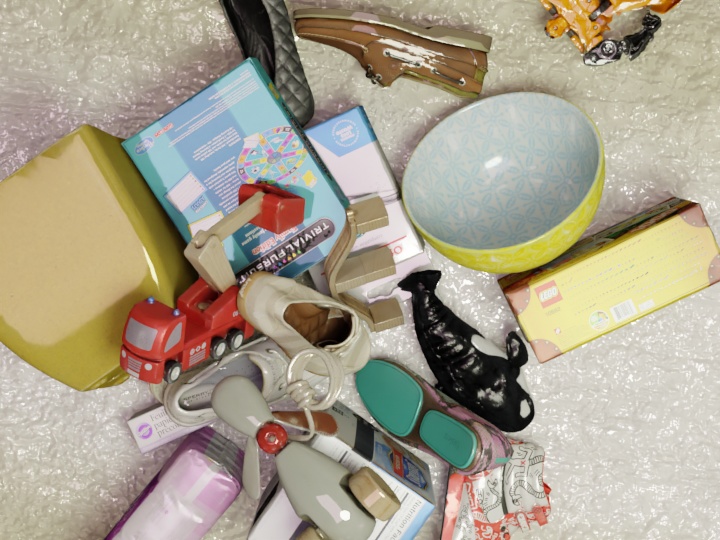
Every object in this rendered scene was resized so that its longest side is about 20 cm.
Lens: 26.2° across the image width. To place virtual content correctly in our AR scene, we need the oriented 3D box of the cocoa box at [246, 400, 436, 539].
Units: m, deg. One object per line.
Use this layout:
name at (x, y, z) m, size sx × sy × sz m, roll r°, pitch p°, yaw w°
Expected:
cocoa box at (-0.016, 0.224, 1.504) m, size 0.131 × 0.200 × 0.133 m, roll 34°, pitch 93°, yaw -2°

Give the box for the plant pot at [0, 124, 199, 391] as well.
plant pot at (-0.260, 0.004, 1.483) m, size 0.194 × 0.196 × 0.200 m, roll -35°, pitch 86°, yaw 5°

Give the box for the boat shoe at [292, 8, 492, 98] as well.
boat shoe at (0.028, -0.214, 1.525) m, size 0.200 × 0.072 × 0.068 m, roll 10°, pitch 96°, yaw 2°

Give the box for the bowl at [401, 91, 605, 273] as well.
bowl at (0.149, -0.065, 1.505) m, size 0.200 × 0.200 × 0.108 m, roll -23°, pitch 137°, yaw 4°

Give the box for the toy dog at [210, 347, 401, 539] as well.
toy dog at (-0.045, 0.176, 1.371) m, size 0.132 × 0.096 × 0.200 m, roll -23°, pitch 75°, yaw 5°

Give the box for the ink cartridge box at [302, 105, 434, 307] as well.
ink cartridge box at (-0.010, -0.051, 1.543) m, size 0.116 × 0.068 × 0.200 m, roll -25°, pitch 95°, yaw 6°

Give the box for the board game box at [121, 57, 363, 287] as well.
board game box at (-0.111, -0.080, 1.490) m, size 0.151 × 0.047 × 0.200 m, roll -32°, pitch 93°, yaw 9°

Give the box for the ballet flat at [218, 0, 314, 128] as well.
ballet flat at (-0.101, -0.229, 1.526) m, size 0.066 × 0.057 × 0.200 m, roll -21°, pitch 92°, yaw 45°

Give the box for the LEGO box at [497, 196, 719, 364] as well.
LEGO box at (0.242, 0.007, 1.499) m, size 0.200 × 0.149 × 0.077 m, roll -25°, pitch 94°, yaw 4°

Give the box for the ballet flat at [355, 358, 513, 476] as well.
ballet flat at (0.075, 0.148, 1.534) m, size 0.071 × 0.200 × 0.069 m, roll 15°, pitch 100°, yaw -43°

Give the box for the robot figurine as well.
robot figurine at (0.260, -0.294, 1.515) m, size 0.200 × 0.058 × 0.145 m, roll -39°, pitch 93°, yaw 4°

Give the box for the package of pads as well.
package of pads at (-0.199, 0.256, 1.554) m, size 0.076 × 0.121 × 0.200 m, roll 40°, pitch 95°, yaw -2°

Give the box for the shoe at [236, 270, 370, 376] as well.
shoe at (-0.041, 0.058, 1.451) m, size 0.053 × 0.200 × 0.070 m, roll 15°, pitch 80°, yaw 36°

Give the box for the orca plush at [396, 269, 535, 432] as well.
orca plush at (0.108, 0.091, 1.530) m, size 0.105 × 0.071 × 0.200 m, roll -17°, pitch 112°, yaw 16°

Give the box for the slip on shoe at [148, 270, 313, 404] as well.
slip on shoe at (-0.135, 0.058, 1.563) m, size 0.200 × 0.061 × 0.074 m, roll -40°, pitch 113°, yaw -7°

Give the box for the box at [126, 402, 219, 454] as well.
box at (-0.140, 0.128, 1.580) m, size 0.200 × 0.041 × 0.039 m, roll -25°, pitch 94°, yaw 3°

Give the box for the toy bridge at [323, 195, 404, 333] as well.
toy bridge at (0.000, 0.000, 1.478) m, size 0.067 × 0.200 × 0.027 m, roll -18°, pitch 57°, yaw -4°

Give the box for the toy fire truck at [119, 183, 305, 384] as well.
toy fire truck at (-0.133, 0.008, 1.394) m, size 0.049 × 0.200 × 0.141 m, roll 23°, pitch 118°, yaw 27°

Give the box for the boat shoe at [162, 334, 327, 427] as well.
boat shoe at (-0.094, 0.102, 1.510) m, size 0.200 × 0.069 × 0.071 m, roll -25°, pitch 91°, yaw -13°

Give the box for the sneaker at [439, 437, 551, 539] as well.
sneaker at (0.135, 0.267, 1.569) m, size 0.108 × 0.067 × 0.202 m, roll 7°, pitch 93°, yaw 4°
